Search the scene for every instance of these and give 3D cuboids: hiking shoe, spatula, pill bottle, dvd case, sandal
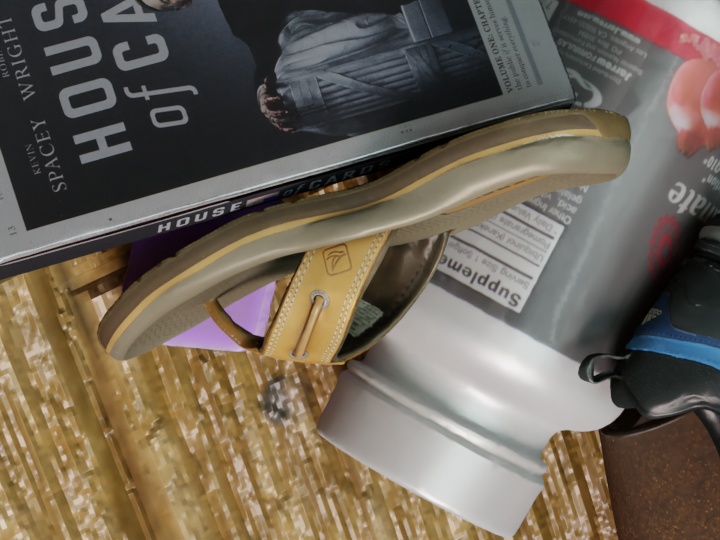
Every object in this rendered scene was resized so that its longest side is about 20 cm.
[{"bbox_3d":[0.170,0.072,0.807,0.200,0.074,0.087,43,85,-2],"label":"hiking shoe"},{"bbox_3d":[-0.046,-0.068,0.827,0.056,0.021,0.201,5,100,-20],"label":"spatula"},{"bbox_3d":[0.065,-0.012,0.842,0.110,0.111,0.201,28,90,-27],"label":"pill bottle"},{"bbox_3d":[-0.047,-0.094,0.770,0.199,0.025,0.151,-16,77,-15],"label":"dvd case"},{"bbox_3d":[0.000,0.000,0.774,0.199,0.080,0.054,-19,86,20],"label":"sandal"}]

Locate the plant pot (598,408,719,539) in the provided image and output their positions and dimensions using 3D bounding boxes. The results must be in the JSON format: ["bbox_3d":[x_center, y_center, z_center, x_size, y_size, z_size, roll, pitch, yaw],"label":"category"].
[{"bbox_3d":[0.180,0.122,0.904,0.186,0.187,0.201,-33,99,-14],"label":"plant pot"}]
